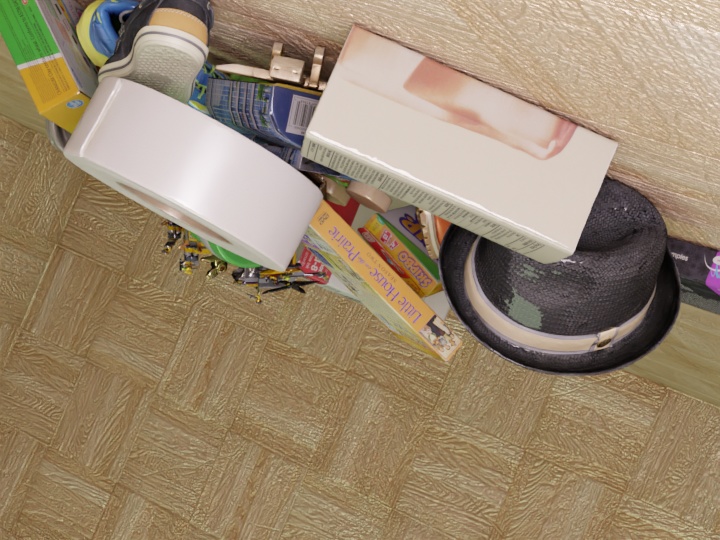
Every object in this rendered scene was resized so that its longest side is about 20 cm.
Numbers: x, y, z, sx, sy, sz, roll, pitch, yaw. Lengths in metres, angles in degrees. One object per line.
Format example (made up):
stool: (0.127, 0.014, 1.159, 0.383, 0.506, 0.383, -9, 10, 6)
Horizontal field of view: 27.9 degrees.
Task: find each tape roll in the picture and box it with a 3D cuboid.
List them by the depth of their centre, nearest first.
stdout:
tape roll: (-0.133, -0.075, 1.151, 0.202, 0.071, 0.202, 28, 175, 3)

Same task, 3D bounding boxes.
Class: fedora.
fedora: (0.164, -0.015, 1.125, 0.200, 0.201, 0.092, 23, 144, 4)

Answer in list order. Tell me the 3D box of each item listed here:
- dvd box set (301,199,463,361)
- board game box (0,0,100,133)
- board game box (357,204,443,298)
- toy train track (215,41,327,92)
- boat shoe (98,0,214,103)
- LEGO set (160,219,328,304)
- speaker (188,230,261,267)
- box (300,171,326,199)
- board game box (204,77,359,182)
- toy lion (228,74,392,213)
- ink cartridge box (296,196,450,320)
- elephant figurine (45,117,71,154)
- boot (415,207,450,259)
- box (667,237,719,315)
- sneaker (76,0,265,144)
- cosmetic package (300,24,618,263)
dvd box set: (0.000, 0.000, 1.379, 0.200, 0.029, 0.146, 45, 173, -18)
board game box: (-0.265, -0.190, 1.307, 0.153, 0.040, 0.200, 63, -175, 12)
board game box: (0.079, -0.027, 1.477, 0.096, 0.030, 0.200, 48, -149, 14)
toy train track: (-0.051, -0.160, 1.156, 0.114, 0.033, 0.200, 12, -177, 0)
boat shoe: (-0.159, -0.174, 1.149, 0.074, 0.063, 0.200, 17, 166, -17)
LEGO set: (-0.133, -0.015, 1.526, 0.153, 0.116, 0.200, -3, -168, -22)
speaker: (-0.131, -0.073, 1.359, 0.088, 0.089, 0.200, 25, -170, -30)
box: (-0.100, -0.119, 1.442, 0.163, 0.021, 0.200, 40, 176, 2)
board game box: (-0.022, -0.107, 1.182, 0.199, 0.062, 0.200, 10, -176, -26)
toy lion: (-0.055, -0.133, 1.417, 0.191, 0.069, 0.200, 32, 175, -18)
ink cartridge box: (0.020, -0.030, 1.772, 0.199, 0.145, 0.145, 23, 177, -14)
elephant figurine: (-0.272, -0.185, 1.514, 0.199, 0.156, 0.141, 25, -164, 17)
boot: (0.112, -0.051, 1.343, 0.107, 0.075, 0.200, -15, 165, 18)
box: (0.293, 0.001, 1.328, 0.200, 0.036, 0.143, 19, 174, 41)
sneaker: (-0.161, -0.166, 1.265, 0.200, 0.076, 0.105, 34, 171, -9)
cosmetic package: (0.065, -0.085, 1.017, 0.199, 0.088, 0.103, 24, 174, -4)
